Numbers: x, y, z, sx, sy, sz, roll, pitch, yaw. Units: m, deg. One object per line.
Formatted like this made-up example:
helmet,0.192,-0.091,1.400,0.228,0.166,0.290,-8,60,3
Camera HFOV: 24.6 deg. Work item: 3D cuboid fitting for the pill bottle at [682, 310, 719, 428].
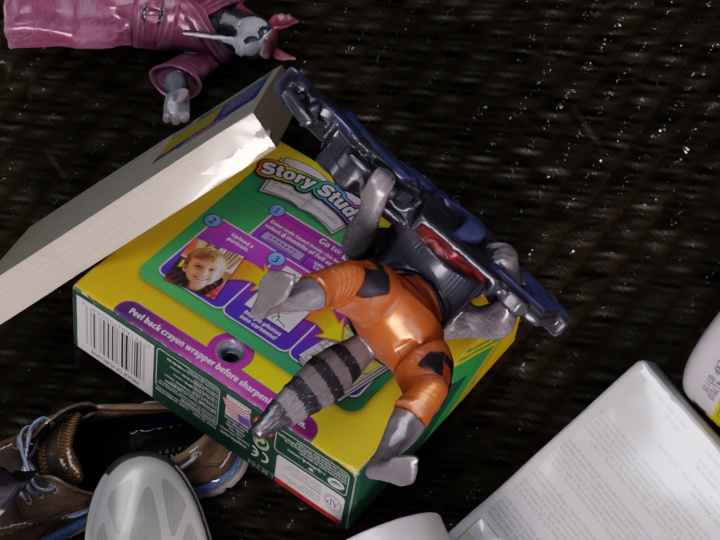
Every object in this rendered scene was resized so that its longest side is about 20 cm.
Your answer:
pill bottle,0.276,0.087,0.874,0.109,0.109,0.200,-43,67,-9

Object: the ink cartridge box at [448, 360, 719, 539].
ink cartridge box,0.138,0.175,0.910,0.200,0.050,0.163,-44,67,10

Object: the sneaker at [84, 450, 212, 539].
sneaker,-0.105,0.196,0.868,0.075,0.115,0.203,-2,84,-11

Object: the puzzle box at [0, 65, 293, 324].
puzzle box,-0.127,-0.046,0.970,0.199,0.133,0.026,-31,103,14

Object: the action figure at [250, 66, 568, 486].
action figure,0.000,0.000,0.859,0.200,0.193,0.105,44,123,1

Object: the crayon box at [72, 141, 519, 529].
crayon box,-0.034,0.026,0.949,0.199,0.059,0.172,31,50,20

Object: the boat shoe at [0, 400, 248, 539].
boat shoe,-0.167,0.110,0.962,0.198,0.072,0.073,-17,65,2

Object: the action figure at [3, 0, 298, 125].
action figure,-0.137,-0.164,1.072,0.198,0.149,0.135,17,88,-4

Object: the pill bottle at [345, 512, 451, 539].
pill bottle,0.044,0.232,0.848,0.112,0.113,0.201,-22,70,0

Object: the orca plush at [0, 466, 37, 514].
orca plush,-0.272,0.159,0.910,0.071,0.105,0.200,44,118,-9
